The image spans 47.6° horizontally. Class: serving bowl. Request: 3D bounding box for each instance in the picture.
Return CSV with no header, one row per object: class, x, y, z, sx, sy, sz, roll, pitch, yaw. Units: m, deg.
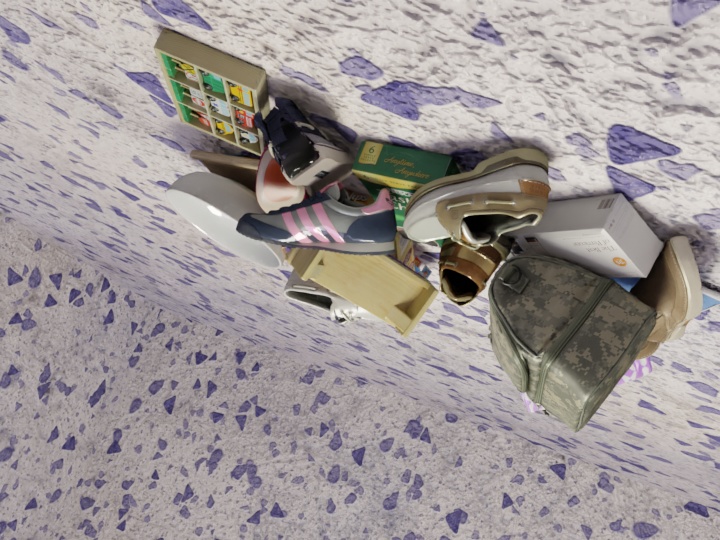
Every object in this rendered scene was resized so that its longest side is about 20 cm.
serving bowl,-0.185,-0.084,1.201,0.199,0.066,0.200,29,165,9

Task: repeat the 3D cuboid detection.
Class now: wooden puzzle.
wooden puzzle,-0.134,-0.118,1.219,0.183,0.038,0.200,14,160,33

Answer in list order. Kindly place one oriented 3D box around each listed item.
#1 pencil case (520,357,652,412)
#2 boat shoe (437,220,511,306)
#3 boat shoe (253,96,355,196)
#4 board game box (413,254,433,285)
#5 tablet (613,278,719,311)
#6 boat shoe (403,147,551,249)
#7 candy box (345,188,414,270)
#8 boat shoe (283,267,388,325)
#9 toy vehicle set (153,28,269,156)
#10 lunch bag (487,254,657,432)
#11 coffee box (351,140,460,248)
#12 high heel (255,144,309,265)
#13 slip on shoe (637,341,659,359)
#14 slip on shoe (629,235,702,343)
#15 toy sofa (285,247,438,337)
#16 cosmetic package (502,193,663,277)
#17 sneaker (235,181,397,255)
pencil case,0.316,0.135,1.167,0.084,0.198,0.086,-96,-18,-64
boat shoe,0.122,0.001,0.988,0.075,0.074,0.200,30,166,6
boat shoe,-0.064,-0.149,0.972,0.093,0.074,0.200,58,-174,5
board game box,0.033,-0.027,1.293,0.157,0.039,0.200,-7,133,51
tablet,0.332,0.009,1.009,0.198,0.014,0.130,23,166,2
boat shoe,0.114,-0.061,0.863,0.074,0.069,0.199,14,156,-32
candy box,0.017,-0.027,1.199,0.114,0.056,0.201,20,150,19
boat shoe,-0.023,0.051,1.235,0.198,0.066,0.074,19,151,22
toy vehicle set,-0.170,-0.207,0.981,0.123,0.027,0.200,23,166,2
lunch bag,0.223,0.075,0.935,0.167,0.140,0.200,39,170,21
coffee box,0.078,-0.084,1.002,0.122,0.044,0.200,16,164,26
high heel,-0.099,-0.107,1.093,0.066,0.097,0.202,-1,135,2
slip on shoe,0.308,0.062,1.082,0.198,0.077,0.061,30,-171,-2
slip on shoe,0.332,0.029,0.908,0.060,0.077,0.200,-12,156,7
toy sofa,0.000,0.000,1.095,0.199,0.083,0.098,31,-171,-30
cosmetic package,0.228,-0.033,0.913,0.082,0.051,0.199,40,161,-23
sneaker,-0.052,-0.067,0.971,0.197,0.083,0.070,6,-170,11
